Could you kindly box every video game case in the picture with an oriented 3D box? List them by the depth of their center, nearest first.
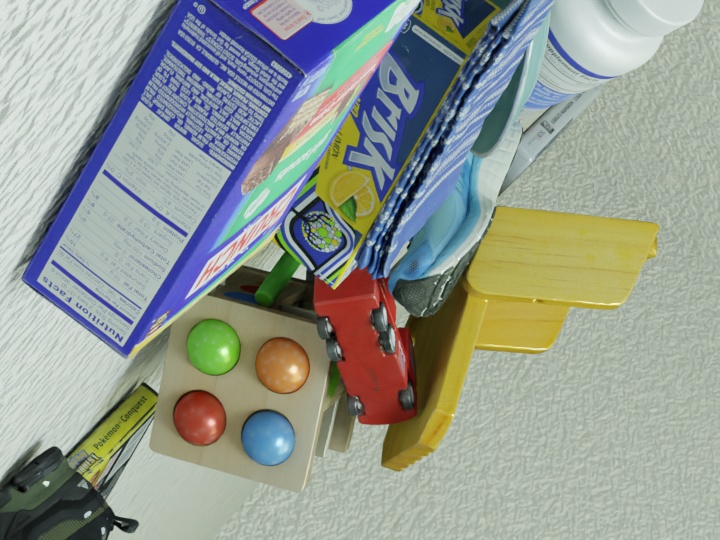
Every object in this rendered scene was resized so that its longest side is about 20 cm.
[{"bbox_3d":[-0.245,0.198,1.570,0.181,0.025,0.200,-48,174,-43],"label":"video game case"},{"bbox_3d":[0.099,-0.063,1.594,0.200,0.023,0.182,-45,179,33],"label":"video game case"}]

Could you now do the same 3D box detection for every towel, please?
[{"bbox_3d":[0.069,-0.095,1.197,0.145,0.024,0.201,-48,170,-53],"label":"towel"}]

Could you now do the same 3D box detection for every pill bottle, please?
[{"bbox_3d":[0.149,-0.184,1.422,0.199,0.112,0.112,-22,-160,51],"label":"pill bottle"}]

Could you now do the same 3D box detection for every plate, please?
[{"bbox_3d":[0.097,-0.176,1.335,0.200,0.025,0.202,-177,-90,-78],"label":"plate"}]

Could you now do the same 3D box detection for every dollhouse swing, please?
[{"bbox_3d":[0.119,0.063,1.503,0.200,0.180,0.178,133,-39,-71],"label":"dollhouse swing"}]

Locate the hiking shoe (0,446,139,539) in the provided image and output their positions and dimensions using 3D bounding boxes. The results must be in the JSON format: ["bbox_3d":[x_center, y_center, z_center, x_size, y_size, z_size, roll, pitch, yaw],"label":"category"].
[{"bbox_3d":[-0.235,0.222,1.380,0.201,0.100,0.076,-55,173,29],"label":"hiking shoe"}]

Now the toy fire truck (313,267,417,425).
[{"bbox_3d":[0.000,0.000,1.410,0.201,0.048,0.142,70,17,-47],"label":"toy fire truck"}]

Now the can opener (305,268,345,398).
[{"bbox_3d":[-0.015,0.011,1.602,0.066,0.052,0.202,32,59,-72],"label":"can opener"}]

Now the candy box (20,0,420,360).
[{"bbox_3d":[-0.064,-0.073,0.996,0.200,0.077,0.169,-54,175,35],"label":"candy box"}]

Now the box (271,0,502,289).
[{"bbox_3d":[0.013,-0.088,1.215,0.070,0.064,0.201,-46,168,-51],"label":"box"}]

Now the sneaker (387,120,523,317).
[{"bbox_3d":[0.047,-0.048,1.400,0.079,0.089,0.201,-61,-175,43],"label":"sneaker"}]

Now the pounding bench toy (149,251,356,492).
[{"bbox_3d":[-0.066,0.043,1.489,0.156,0.123,0.202,-29,132,-74],"label":"pounding bench toy"}]
